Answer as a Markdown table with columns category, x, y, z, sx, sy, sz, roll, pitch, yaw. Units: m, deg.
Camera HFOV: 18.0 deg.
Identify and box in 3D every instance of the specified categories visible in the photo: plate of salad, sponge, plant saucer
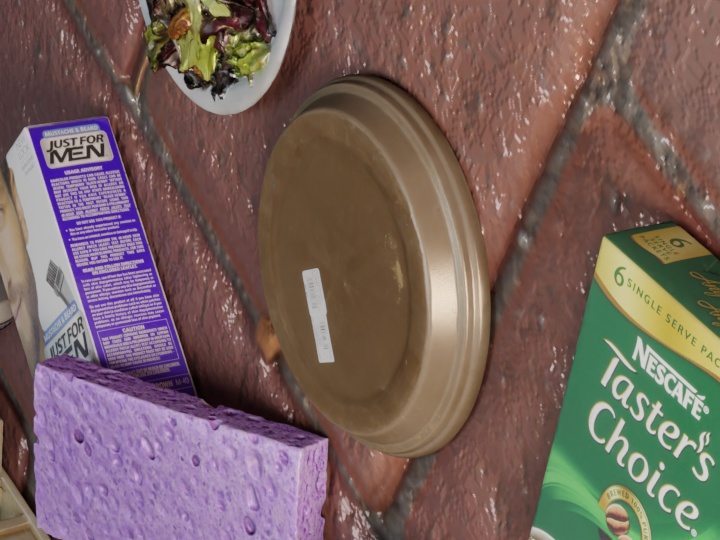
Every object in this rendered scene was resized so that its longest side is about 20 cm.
| category | x | y | z | sx | sy | sz | roll | pitch | yaw |
| --- | --- | --- | --- | --- | --- | --- | --- | --- | --- |
| plate of salad | -0.092 | -0.185 | 1.254 | 0.200 | 0.048 | 0.202 | 24 | 118 | 54 |
| sponge | -0.108 | 0.125 | 1.318 | 0.199 | 0.030 | 0.112 | 16 | 115 | 33 |
| plant saucer | 0.000 | 0.000 | 1.175 | 0.200 | 0.029 | 0.202 | 26 | 121 | 53 |

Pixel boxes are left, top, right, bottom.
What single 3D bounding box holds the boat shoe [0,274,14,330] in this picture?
| category | x | y | z | sx | sy | sz | roll | pitch | yaw |
| --- | --- | --- | --- | --- | --- | --- | --- | --- | --- |
| boat shoe | -0.286 | 0.024 | 1.624 | 0.200 | 0.074 | 0.093 | -138 | 40 | -56 |

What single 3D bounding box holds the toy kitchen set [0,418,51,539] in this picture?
| category | x | y | z | sx | sy | sz | roll | pitch | yaw |
| --- | --- | --- | --- | --- | --- | --- | --- | --- | --- |
| toy kitchen set | -0.333 | 0.209 | 1.638 | 0.163 | 0.179 | 0.201 | 45 | 139 | 42 |

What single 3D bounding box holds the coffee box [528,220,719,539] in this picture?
| category | x | y | z | sx | sy | sz | roll | pitch | yaw |
| --- | --- | --- | --- | --- | --- | --- | --- | --- | --- |
| coffee box | 0.131 | 0.094 | 0.969 | 0.123 | 0.044 | 0.201 | 47 | 136 | 43 |

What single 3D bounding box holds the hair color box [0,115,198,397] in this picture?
| category | x | y | z | sx | sy | sz | roll | pitch | yaw |
| --- | --- | --- | --- | --- | --- | --- | --- | --- | --- |
| hair color box | -0.174 | 0.018 | 1.434 | 0.109 | 0.064 | 0.201 | -43 | 61 | 55 |
